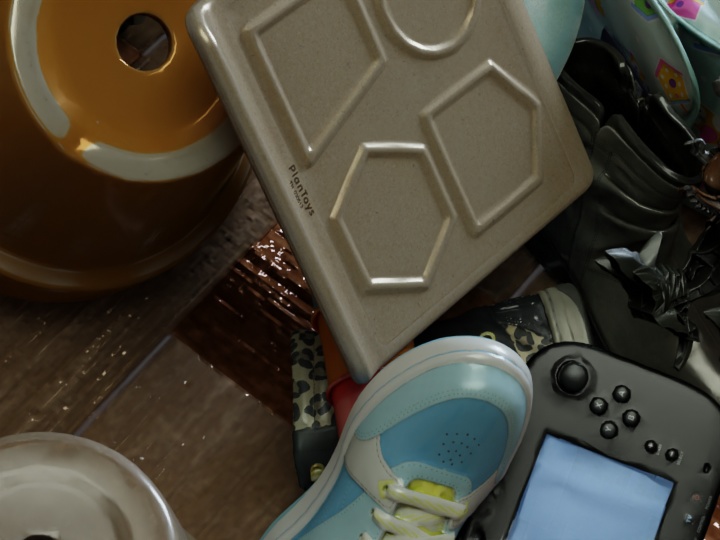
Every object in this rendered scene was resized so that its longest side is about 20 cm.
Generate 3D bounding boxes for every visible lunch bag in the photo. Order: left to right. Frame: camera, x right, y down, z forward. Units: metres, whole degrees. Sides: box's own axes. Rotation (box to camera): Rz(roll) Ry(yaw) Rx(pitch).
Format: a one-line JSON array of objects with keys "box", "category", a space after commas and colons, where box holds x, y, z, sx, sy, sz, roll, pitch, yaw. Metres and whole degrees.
[{"box": [0.200, -0.103, 1.129, 0.199, 0.171, 0.123, 25, 68, 7], "category": "lunch bag"}]

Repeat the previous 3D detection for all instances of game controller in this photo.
[{"box": [0.093, 0.136, 0.970, 0.103, 0.042, 0.202, 19, 82, 13], "category": "game controller"}]

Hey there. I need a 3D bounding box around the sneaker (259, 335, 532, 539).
[{"box": [0.017, 0.131, 0.922, 0.079, 0.201, 0.131, 19, 39, -18], "category": "sneaker"}]

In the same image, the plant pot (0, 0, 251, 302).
[{"box": [-0.125, -0.091, 1.027, 0.198, 0.183, 0.202, 2, 85, -21], "category": "plant pot"}]

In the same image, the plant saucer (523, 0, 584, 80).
[{"box": [0.025, -0.126, 1.132, 0.199, 0.027, 0.202, -21, 51, 27], "category": "plant saucer"}]

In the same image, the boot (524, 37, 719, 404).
[{"box": [0.149, -0.013, 1.091, 0.067, 0.131, 0.200, -31, 68, -25], "category": "boot"}]

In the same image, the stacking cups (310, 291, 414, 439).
[{"box": [0.000, 0.000, 1.026, 0.060, 0.061, 0.202, -5, 61, -11], "category": "stacking cups"}]

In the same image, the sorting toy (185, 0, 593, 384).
[{"box": [0.016, -0.076, 0.990, 0.200, 0.036, 0.186, -41, 115, -37], "category": "sorting toy"}]

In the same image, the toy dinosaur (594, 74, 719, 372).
[{"box": [0.201, -0.012, 1.013, 0.136, 0.102, 0.201, -43, 111, -16], "category": "toy dinosaur"}]

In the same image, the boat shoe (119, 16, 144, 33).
[{"box": [-0.194, -0.189, 1.190, 0.067, 0.072, 0.200, -39, 67, -19], "category": "boat shoe"}]

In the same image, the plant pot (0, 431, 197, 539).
[{"box": [-0.134, 0.158, 0.921, 0.198, 0.175, 0.202, 4, 58, -7], "category": "plant pot"}]

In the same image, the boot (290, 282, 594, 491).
[{"box": [0.046, 0.110, 1.043, 0.152, 0.074, 0.206, -5, 66, -1], "category": "boot"}]
